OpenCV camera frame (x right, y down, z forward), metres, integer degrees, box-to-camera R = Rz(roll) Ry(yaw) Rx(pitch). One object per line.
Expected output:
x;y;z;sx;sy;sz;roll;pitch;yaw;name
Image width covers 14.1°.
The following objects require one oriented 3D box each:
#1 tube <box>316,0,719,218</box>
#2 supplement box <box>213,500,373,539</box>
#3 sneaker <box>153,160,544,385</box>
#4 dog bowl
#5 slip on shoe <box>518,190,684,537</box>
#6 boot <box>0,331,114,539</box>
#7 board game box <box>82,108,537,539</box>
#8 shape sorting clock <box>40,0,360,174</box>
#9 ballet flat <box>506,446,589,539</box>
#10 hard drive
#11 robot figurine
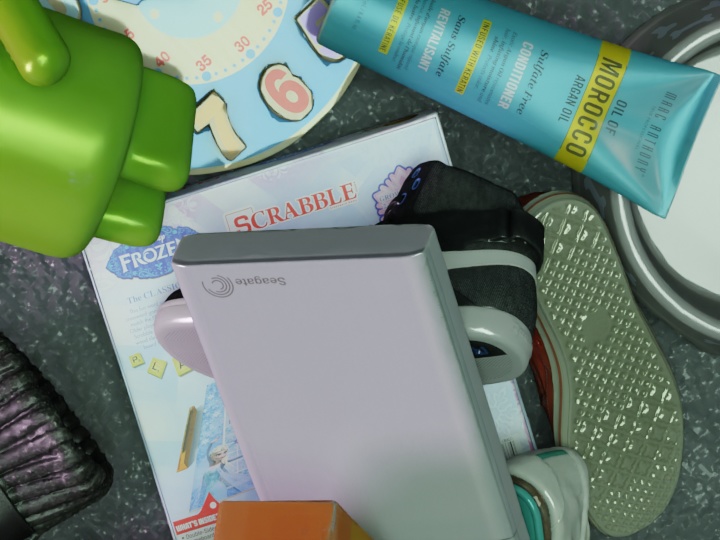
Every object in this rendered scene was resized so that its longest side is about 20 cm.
0.078;-0.100;1.479;0.199;0.050;0.078;22;101;0;tube
-0.011;0.176;1.460;0.068;0.200;0.067;-2;65;22;supplement box
0.000;0.000;1.475;0.199;0.073;0.112;1;57;20;sneaker
0.213;-0.049;1.527;0.198;0.059;0.202;0;97;-4;dog bowl
0.119;0.047;1.532;0.074;0.061;0.201;-25;111;-12;slip on shoe
-0.245;0.079;1.493;0.158;0.079;0.211;-41;108;8;boot
-0.026;0.040;1.526;0.199;0.041;0.201;-17;97;-2;board game box
-0.089;-0.149;1.503;0.198;0.039;0.202;0;96;-4;shape sorting clock
0.096;0.179;1.531;0.069;0.070;0.201;-1;120;-4;ballet flat
-0.003;0.066;1.428;0.131;0.027;0.201;-2;128;22;hard drive
-0.183;-0.077;1.433;0.199;0.116;0.176;17;135;-14;robot figurine
